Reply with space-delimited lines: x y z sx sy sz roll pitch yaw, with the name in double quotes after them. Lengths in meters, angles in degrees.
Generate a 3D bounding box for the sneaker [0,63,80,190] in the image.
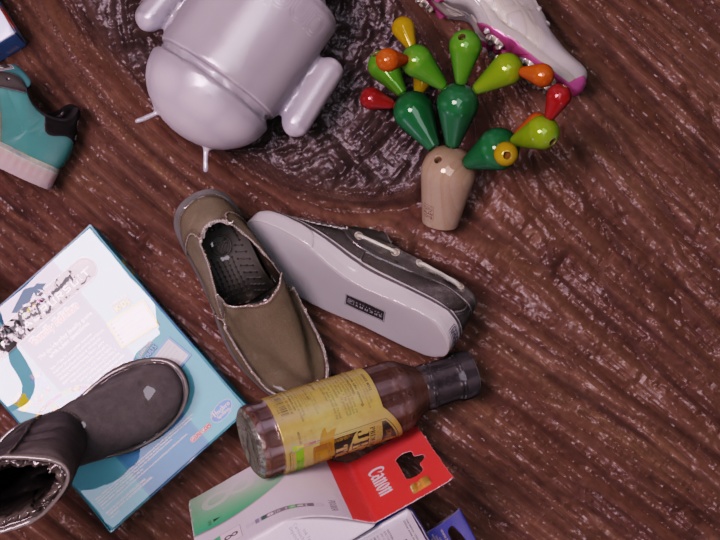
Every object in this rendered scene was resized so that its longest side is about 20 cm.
-0.316 -0.140 1.340 0.200 0.071 0.080 28 90 -36 "sneaker"

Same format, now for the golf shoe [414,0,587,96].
0.118 -0.227 1.388 0.200 0.075 0.092 39 83 0 "golf shoe"

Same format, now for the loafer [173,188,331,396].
-0.087 0.030 1.352 0.075 0.070 0.200 -33 106 -2 "loafer"

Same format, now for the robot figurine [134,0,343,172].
-0.098 -0.182 1.359 0.169 0.113 0.200 34 87 -1 "robot figurine"

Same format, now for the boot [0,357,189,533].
-0.215 0.128 1.248 0.181 0.200 0.073 -31 89 -2 "boot"

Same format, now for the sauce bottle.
0.002 0.111 1.354 0.199 0.065 0.065 -17 87 -16 "sauce bottle"

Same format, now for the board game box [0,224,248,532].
-0.210 0.088 1.374 0.151 0.047 0.200 -41 88 -2 "board game box"

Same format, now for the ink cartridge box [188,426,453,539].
-0.037 0.175 1.315 0.199 0.161 0.050 -32 103 -2 "ink cartridge box"

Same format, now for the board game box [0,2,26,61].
-0.413 -0.224 1.382 0.199 0.056 0.196 -31 88 -3 "board game box"

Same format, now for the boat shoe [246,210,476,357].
0.000 0.000 1.380 0.199 0.071 0.064 29 54 8 "boat shoe"

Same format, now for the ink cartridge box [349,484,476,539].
0.006 0.262 1.302 0.199 0.076 0.137 -29 104 -2 "ink cartridge box"

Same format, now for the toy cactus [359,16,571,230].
0.075 -0.111 1.357 0.199 0.102 0.166 20 116 27 "toy cactus"
